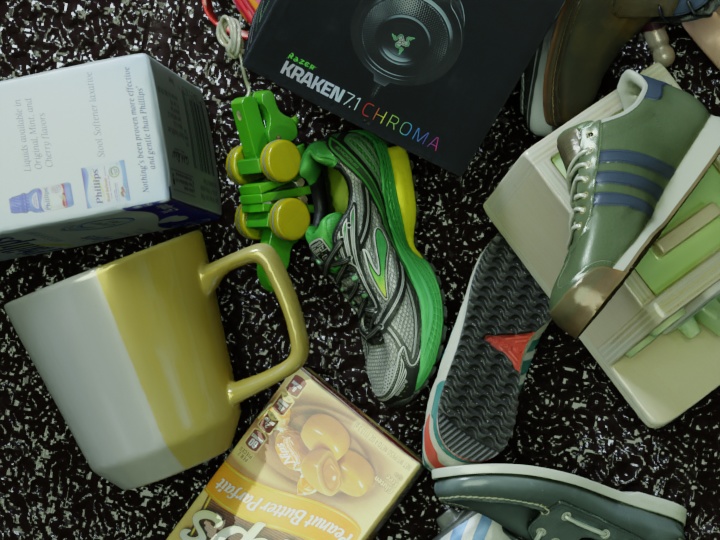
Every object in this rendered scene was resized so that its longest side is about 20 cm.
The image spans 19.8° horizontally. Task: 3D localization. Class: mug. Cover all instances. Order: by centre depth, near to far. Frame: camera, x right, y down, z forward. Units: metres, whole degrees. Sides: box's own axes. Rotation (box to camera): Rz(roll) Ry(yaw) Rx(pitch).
[{"bbox_3d":[-0.144,0.064,1.440,0.186,0.149,0.154,-19,92,47],"label":"mug"}]

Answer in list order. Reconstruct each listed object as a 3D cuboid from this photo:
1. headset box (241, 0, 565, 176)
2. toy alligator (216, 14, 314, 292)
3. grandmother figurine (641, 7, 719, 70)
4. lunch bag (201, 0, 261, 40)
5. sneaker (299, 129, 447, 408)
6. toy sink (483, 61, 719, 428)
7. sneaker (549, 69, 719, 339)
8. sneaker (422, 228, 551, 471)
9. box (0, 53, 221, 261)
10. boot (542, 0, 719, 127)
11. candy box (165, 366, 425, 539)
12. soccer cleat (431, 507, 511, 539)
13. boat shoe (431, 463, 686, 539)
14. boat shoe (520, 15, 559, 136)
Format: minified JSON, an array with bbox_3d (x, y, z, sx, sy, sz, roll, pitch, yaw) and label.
[{"bbox_3d":[0.042,-0.197,1.371,0.173,0.093,0.201,26,115,-11],"label":"headset box"},{"bbox_3d":[-0.062,-0.087,1.486,0.054,0.059,0.202,-12,97,-35],"label":"toy alligator"},{"bbox_3d":[0.245,-0.201,1.460,0.200,0.061,0.121,44,83,5],"label":"grandmother figurine"},{"bbox_3d":[-0.044,-0.242,1.492,0.176,0.082,0.201,-36,81,7],"label":"lunch bag"},{"bbox_3d":[0.000,0.000,1.453,0.085,0.078,0.202,-6,76,-37],"label":"sneaker"},{"bbox_3d":[0.203,-0.016,1.401,0.130,0.112,0.201,-33,82,-22],"label":"toy sink"},{"bbox_3d":[0.155,-0.050,1.311,0.090,0.067,0.200,37,59,6],"label":"sneaker"},{"bbox_3d":[0.088,0.056,1.454,0.070,0.093,0.201,26,62,-7],"label":"sneaker"},{"bbox_3d":[-0.215,-0.073,1.445,0.198,0.184,0.106,-10,86,7],"label":"box"},{"bbox_3d":[0.193,-0.177,1.380,0.096,0.075,0.202,25,106,20],"label":"boot"},{"bbox_3d":[-0.057,0.182,1.470,0.115,0.055,0.201,37,90,10],"label":"candy box"},{"bbox_3d":[0.047,0.236,1.446,0.200,0.070,0.087,-40,82,3],"label":"soccer cleat"},{"bbox_3d":[0.136,0.174,1.401,0.198,0.073,0.062,15,74,-26],"label":"boat shoe"},{"bbox_3d":[0.121,-0.194,1.467,0.067,0.074,0.202,3,85,13],"label":"boat shoe"}]
